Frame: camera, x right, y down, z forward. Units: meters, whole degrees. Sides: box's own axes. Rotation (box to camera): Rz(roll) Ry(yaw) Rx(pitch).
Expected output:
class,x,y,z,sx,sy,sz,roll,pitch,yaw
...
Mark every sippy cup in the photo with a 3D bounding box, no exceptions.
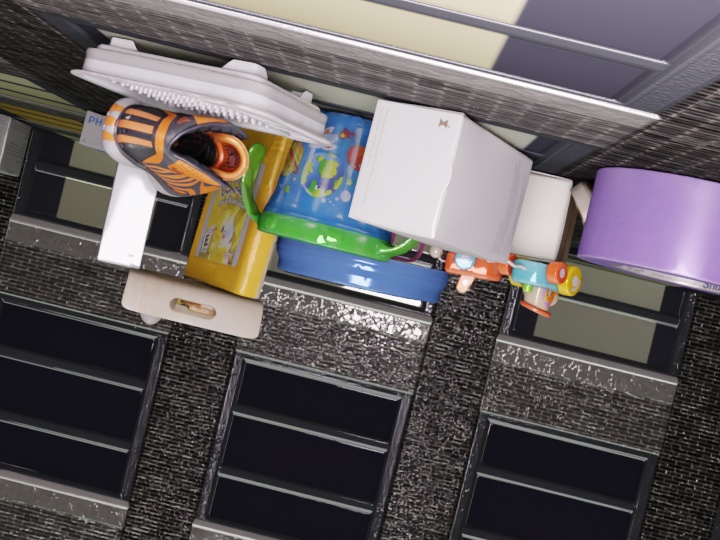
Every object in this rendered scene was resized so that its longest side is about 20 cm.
class,x,y,z,sx,sy,sz,roll,pitch,yaw
sippy cup,-0.022,-0.086,1.202,0.177,0.131,0.140,13,179,-14

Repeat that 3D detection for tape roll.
class,x,y,z,sx,sy,sz,roll,pitch,yaw
tape roll,0.304,-0.030,1.116,0.199,0.085,0.200,15,180,0

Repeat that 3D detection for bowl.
class,x,y,z,sx,sy,sz,roll,pitch,yaw
bowl,0.000,0.000,1.388,0.200,0.040,0.201,13,-179,0

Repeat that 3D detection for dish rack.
class,x,y,z,sx,sy,sz,roll,pitch,yaw
dish rack,-0.132,-0.158,1.070,0.199,0.044,0.172,14,-179,22

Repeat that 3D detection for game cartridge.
class,x,y,z,sx,sy,sz,roll,pitch,yaw
game cartridge,-0.130,-0.078,1.350,0.032,0.201,0.176,15,179,-28

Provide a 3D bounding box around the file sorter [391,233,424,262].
class,x,y,z,sx,sy,sz,roll,pitch,yaw
file sorter,-0.027,-0.091,1.457,0.200,0.126,0.139,14,-179,40

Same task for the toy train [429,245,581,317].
class,x,y,z,sx,sy,sz,roll,pitch,yaw
toy train,0.147,0.011,1.266,0.150,0.056,0.200,11,179,-2

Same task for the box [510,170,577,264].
class,x,y,z,sx,sy,sz,roll,pitch,yaw
box,0.194,-0.053,1.361,0.078,0.095,0.200,13,-179,12

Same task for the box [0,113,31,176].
class,x,y,z,sx,sy,sz,roll,pitch,yaw
box,-0.899,-0.309,2.858,0.199,0.131,0.199,14,180,-2

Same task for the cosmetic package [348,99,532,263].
class,x,y,z,sx,sy,sz,roll,pitch,yaw
cosmetic package,0.077,-0.074,1.080,0.085,0.108,0.200,15,179,26

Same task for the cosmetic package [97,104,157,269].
class,x,y,z,sx,sy,sz,roll,pitch,yaw
cosmetic package,-0.245,-0.106,1.355,0.052,0.201,0.151,13,180,-13

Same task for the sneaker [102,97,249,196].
class,x,y,z,sx,sy,sz,roll,pitch,yaw
sneaker,-0.144,-0.101,1.139,0.112,0.078,0.200,16,-178,23

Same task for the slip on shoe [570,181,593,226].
class,x,y,z,sx,sy,sz,roll,pitch,yaw
slip on shoe,0.270,-0.053,1.271,0.060,0.076,0.200,-25,158,18

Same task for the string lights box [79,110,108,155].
class,x,y,z,sx,sy,sz,roll,pitch,yaw
string lights box,-0.392,-0.217,2.063,0.102,0.059,0.200,15,180,4

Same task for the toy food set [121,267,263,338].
class,x,y,z,sx,sy,sz,roll,pitch,yaw
toy food set,-0.188,0.043,1.333,0.143,0.061,0.200,14,180,-11
